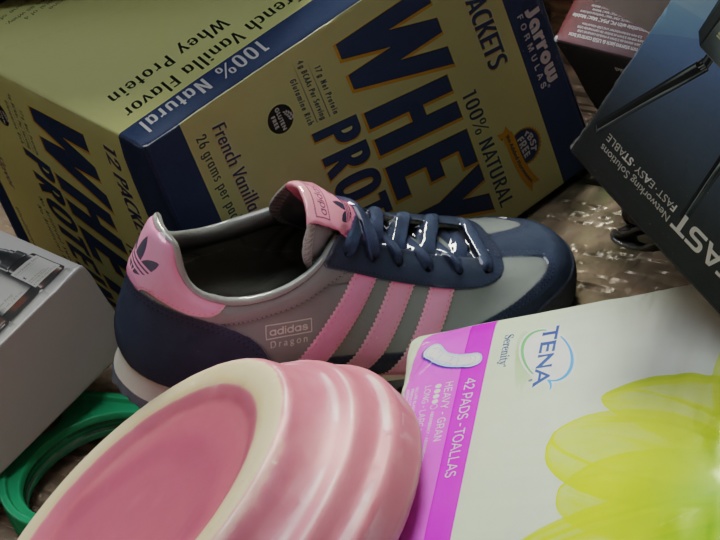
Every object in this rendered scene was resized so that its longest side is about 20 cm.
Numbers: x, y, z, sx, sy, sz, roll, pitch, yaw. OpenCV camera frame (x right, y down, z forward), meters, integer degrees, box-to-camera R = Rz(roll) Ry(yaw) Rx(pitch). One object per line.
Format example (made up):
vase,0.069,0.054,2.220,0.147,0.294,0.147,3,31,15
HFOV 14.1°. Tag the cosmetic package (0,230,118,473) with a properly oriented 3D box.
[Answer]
cosmetic package,-0.194,0.070,1.202,0.200,0.051,0.082,-46,35,-19

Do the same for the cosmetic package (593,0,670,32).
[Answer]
cosmetic package,0.127,-0.178,1.108,0.102,0.074,0.200,-51,25,31

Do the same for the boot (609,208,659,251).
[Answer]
boot,0.186,-0.066,1.077,0.174,0.069,0.201,36,106,37

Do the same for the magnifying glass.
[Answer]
magnifying glass,-0.136,0.066,1.231,0.079,0.022,0.200,-34,36,-18

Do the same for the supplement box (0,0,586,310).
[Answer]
supplement box,-0.044,-0.076,1.274,0.200,0.135,0.200,-36,34,-21

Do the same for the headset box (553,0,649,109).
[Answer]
headset box,0.184,-0.126,1.198,0.148,0.075,0.201,18,72,33

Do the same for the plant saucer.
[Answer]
plant saucer,-0.068,0.103,1.037,0.200,0.051,0.201,-36,23,18

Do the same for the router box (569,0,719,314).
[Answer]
router box,0.183,-0.033,0.978,0.062,0.150,0.200,-12,53,-47

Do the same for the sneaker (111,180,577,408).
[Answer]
sneaker,0.000,0.000,1.144,0.199,0.082,0.070,-14,42,-23

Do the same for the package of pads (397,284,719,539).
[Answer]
package of pads,0.084,0.087,1.016,0.154,0.068,0.200,-11,34,18
